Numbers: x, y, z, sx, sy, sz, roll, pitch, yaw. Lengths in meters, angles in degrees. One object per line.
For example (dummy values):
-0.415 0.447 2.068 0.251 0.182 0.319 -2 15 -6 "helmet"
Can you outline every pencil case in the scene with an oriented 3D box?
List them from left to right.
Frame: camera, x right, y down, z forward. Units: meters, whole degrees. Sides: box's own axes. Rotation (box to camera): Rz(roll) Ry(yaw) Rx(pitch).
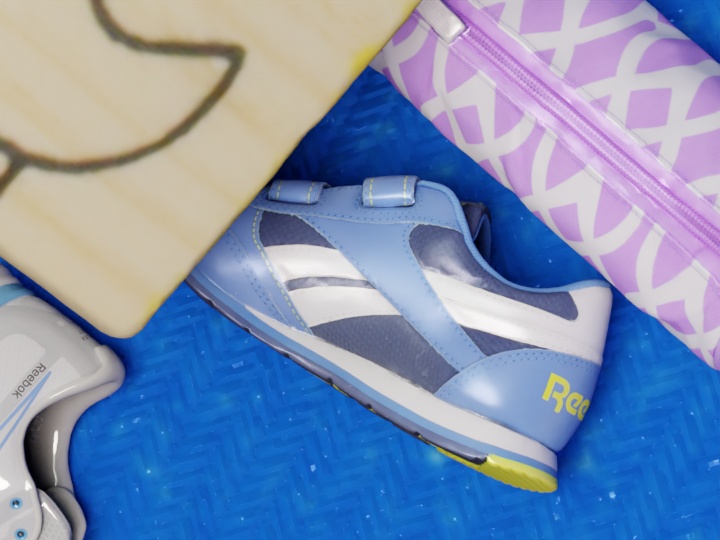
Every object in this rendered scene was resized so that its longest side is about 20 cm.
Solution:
0.081 -0.053 0.874 0.200 0.085 0.084 41 95 18 "pencil case"

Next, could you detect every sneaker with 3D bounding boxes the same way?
-0.151 0.102 0.942 0.086 0.075 0.201 26 92 14 "sneaker"
0.000 0.000 0.904 0.199 0.074 0.083 30 89 14 "sneaker"

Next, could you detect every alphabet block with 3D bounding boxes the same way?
-0.111 -0.133 0.841 0.196 0.200 0.197 -49 30 7 "alphabet block"
